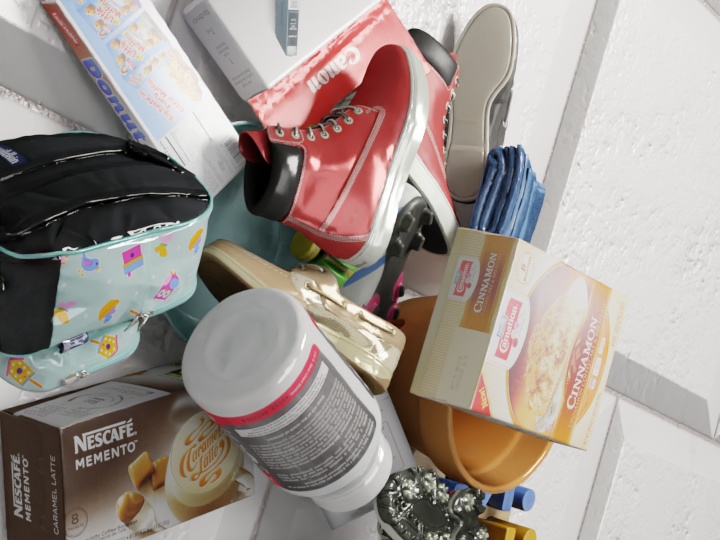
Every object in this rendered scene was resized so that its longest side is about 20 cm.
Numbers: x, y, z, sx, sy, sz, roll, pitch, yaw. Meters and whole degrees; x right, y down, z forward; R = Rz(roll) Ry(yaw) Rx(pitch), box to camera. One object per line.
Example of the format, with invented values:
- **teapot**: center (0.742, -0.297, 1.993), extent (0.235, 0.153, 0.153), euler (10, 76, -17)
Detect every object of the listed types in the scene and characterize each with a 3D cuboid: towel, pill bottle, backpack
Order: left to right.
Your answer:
- **backpack**: center (-0.209, -0.017, 1.018), extent (0.200, 0.175, 0.154), euler (-26, 134, -42)
- **pill bottle**: center (-0.050, 0.112, 1.153), extent (0.111, 0.110, 0.200), euler (-59, 139, -22)
- **towel**: center (0.148, -0.055, 1.442), extent (0.200, 0.048, 0.112), euler (36, 69, -78)

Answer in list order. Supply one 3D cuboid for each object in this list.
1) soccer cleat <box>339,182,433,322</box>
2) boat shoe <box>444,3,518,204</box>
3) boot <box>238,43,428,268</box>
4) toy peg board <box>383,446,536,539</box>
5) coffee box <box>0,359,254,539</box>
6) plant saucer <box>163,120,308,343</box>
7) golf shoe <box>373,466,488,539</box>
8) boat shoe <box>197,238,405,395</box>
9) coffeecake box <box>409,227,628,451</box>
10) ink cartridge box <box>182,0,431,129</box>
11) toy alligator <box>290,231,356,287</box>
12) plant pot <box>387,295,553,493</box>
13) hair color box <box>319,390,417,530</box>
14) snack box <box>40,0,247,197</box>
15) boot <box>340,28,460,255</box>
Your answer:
- **soccer cleat**: center (0.000, 0.000, 1.346), extent (0.070, 0.086, 0.201), euler (-13, 131, -54)
- **boat shoe**: center (0.119, -0.167, 1.449), extent (0.057, 0.066, 0.201), euler (-15, 116, -77)
- **boot**: center (-0.025, -0.120, 1.182), extent (0.144, 0.072, 0.201), euler (27, 66, -30)
- **toy peg board**: center (0.121, 0.299, 1.517), extent (0.199, 0.097, 0.201), euler (14, 88, -50)
- **coffee box**: center (-0.182, 0.147, 1.151), extent (0.199, 0.079, 0.115), euler (-13, 106, -48)
- **plant saucer**: center (-0.113, -0.029, 1.227), extent (0.199, 0.036, 0.201), euler (-15, 110, -47)
- **golf shoe**: center (0.046, 0.225, 1.284), extent (0.200, 0.088, 0.078), euler (34, 52, -60)
- **boat shoe**: center (-0.049, 0.028, 1.202), extent (0.200, 0.071, 0.065), euler (37, 65, -21)
- **coffeecake box**: center (0.149, 0.066, 1.306), extent (0.200, 0.073, 0.154), euler (23, 81, -48)
- **ink cartridge box**: center (-0.030, -0.202, 1.234), extent (0.200, 0.045, 0.177), euler (-44, 105, -34)
- **toy alligator**: center (-0.002, -0.053, 1.255), extent (0.059, 0.054, 0.201), euler (33, 85, -42)
- **plant pot**: center (0.096, 0.106, 1.415), extent (0.199, 0.139, 0.201), euler (-13, 107, -47)
- **hair color box**: center (-0.022, 0.131, 1.315), extent (0.099, 0.061, 0.201), euler (-25, 122, -6)
- **snack box**: center (-0.163, -0.146, 1.121), extent (0.072, 0.024, 0.201), euler (-47, 117, -30)
- **boot**: center (0.071, -0.125, 1.381), extent (0.144, 0.072, 0.201), euler (-52, 129, -30)
